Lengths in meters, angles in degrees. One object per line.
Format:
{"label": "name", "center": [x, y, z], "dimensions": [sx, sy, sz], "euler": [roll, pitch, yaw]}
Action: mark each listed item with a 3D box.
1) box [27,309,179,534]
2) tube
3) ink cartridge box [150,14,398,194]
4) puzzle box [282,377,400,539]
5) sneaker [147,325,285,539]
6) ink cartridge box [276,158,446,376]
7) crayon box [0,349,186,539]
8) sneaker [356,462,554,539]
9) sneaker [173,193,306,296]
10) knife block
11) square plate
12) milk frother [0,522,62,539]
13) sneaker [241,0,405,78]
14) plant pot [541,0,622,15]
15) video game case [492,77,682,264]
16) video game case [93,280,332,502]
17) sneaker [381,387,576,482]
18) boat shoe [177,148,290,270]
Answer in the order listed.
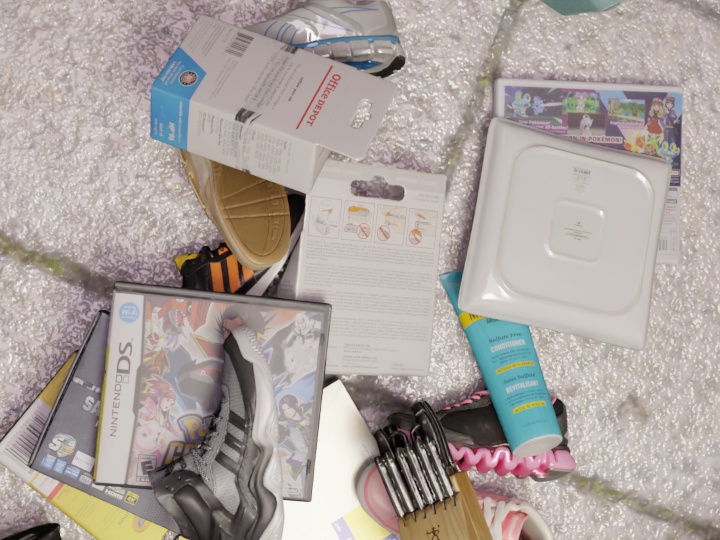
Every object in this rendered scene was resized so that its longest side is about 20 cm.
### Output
{"label": "box", "center": [-0.185, 0.148, 1.205], "dimensions": [0.199, 0.051, 0.159], "euler": [26, 86, -7]}
{"label": "tube", "center": [0.143, 0.083, 1.279], "dimensions": [0.077, 0.051, 0.201], "euler": [-11, 62, -13]}
{"label": "ink cartridge box", "center": [-0.078, -0.145, 1.181], "dimensions": [0.198, 0.068, 0.116], "euler": [20, 50, 6]}
{"label": "puzzle box", "center": [-0.028, 0.226, 1.290], "dimensions": [0.132, 0.025, 0.201], "euler": [-30, 94, -7]}
{"label": "sneaker", "center": [-0.128, 0.152, 1.123], "dimensions": [0.113, 0.075, 0.202], "euler": [-5, 94, -12]}
{"label": "ink cartridge box", "center": [0.000, 0.000, 1.255], "dimensions": [0.160, 0.050, 0.202], "euler": [5, 88, -31]}
{"label": "crayon box", "center": [-0.237, 0.188, 1.250], "dimensions": [0.200, 0.051, 0.127], "euler": [41, 84, -5]}
{"label": "sneaker", "center": [0.100, 0.235, 1.253], "dimensions": [0.199, 0.105, 0.076], "euler": [30, 65, -15]}
{"label": "sneaker", "center": [-0.130, -0.003, 1.255], "dimensions": [0.090, 0.070, 0.201], "euler": [35, 87, -9]}
{"label": "knife block", "center": [0.078, 0.225, 1.200], "dimensions": [0.064, 0.176, 0.201], "euler": [-23, 127, 12]}
{"label": "square plate", "center": [0.208, -0.037, 1.286], "dimensions": [0.198, 0.028, 0.200], "euler": [13, 81, -10]}
{"label": "milk frother", "center": [-0.336, 0.357, 1.169], "dimensions": [0.199, 0.180, 0.190], "euler": [-21, 92, -10]}
{"label": "sneaker", "center": [-0.058, -0.234, 1.276], "dimensions": [0.198, 0.075, 0.087], "euler": [-2, 72, -8]}
{"label": "plant pot", "center": [0.221, -0.360, 1.253], "dimensions": [0.195, 0.196, 0.201], "euler": [-29, 104, -7]}
{"label": "video game case", "center": [0.231, -0.100, 1.328], "dimensions": [0.198, 0.023, 0.184], "euler": [2, 90, -8]}
{"label": "video game case", "center": [-0.133, 0.110, 1.174], "dimensions": [0.198, 0.025, 0.183], "euler": [6, 89, -9]}
{"label": "sneaker", "center": [0.119, 0.152, 1.296], "dimensions": [0.198, 0.079, 0.096], "euler": [9, 72, -11]}
{"label": "boat shoe", "center": [-0.124, -0.082, 1.234], "dimensions": [0.073, 0.069, 0.201], "euler": [-10, 65, -28]}
